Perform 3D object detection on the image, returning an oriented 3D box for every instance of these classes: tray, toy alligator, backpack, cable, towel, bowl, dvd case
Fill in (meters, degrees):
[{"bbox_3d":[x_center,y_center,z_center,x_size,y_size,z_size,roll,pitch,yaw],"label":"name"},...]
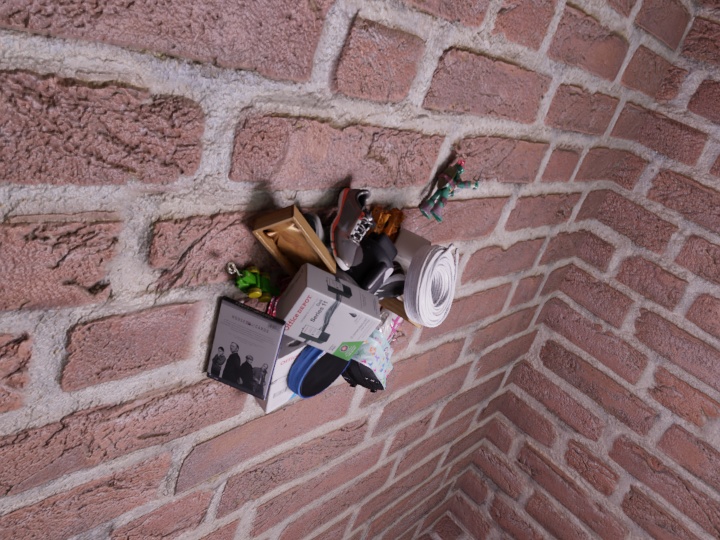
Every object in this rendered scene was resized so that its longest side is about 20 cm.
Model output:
[{"bbox_3d":[-0.136,-0.050,1.237,0.096,0.038,0.201,-16,140,16],"label":"tray"},{"bbox_3d":[-0.240,0.026,1.238,0.053,0.061,0.199,-18,155,20],"label":"toy alligator"},{"bbox_3d":[0.077,0.085,1.576,0.038,0.197,0.098,-58,148,-4],"label":"tray"},{"bbox_3d":[-0.004,0.235,1.634,0.200,0.173,0.155,49,57,-53],"label":"backpack"},{"bbox_3d":[0.175,0.037,1.469,0.198,0.068,0.208,-15,110,-53],"label":"cable"},{"bbox_3d":[-0.172,0.097,1.421,0.142,0.022,0.205,-9,125,-51],"label":"towel"},{"bbox_3d":[-0.091,0.230,1.433,0.199,0.039,0.203,-38,152,-24],"label":"bowl"},{"bbox_3d":[-0.251,0.173,1.274,0.025,0.146,0.205,-61,171,-65],"label":"dvd case"}]

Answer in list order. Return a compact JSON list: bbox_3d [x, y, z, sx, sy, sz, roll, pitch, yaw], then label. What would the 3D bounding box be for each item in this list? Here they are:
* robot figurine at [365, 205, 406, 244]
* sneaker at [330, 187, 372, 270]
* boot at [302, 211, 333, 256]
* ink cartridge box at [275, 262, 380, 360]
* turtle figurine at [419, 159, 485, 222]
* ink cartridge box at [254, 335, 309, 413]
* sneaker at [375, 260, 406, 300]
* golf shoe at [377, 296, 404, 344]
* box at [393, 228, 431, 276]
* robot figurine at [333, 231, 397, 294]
[{"bbox_3d":[0.042,-0.067,1.525,0.143,0.058,0.205,-4,122,-49],"label":"robot figurine"},{"bbox_3d":[-0.014,-0.102,1.312,0.077,0.079,0.207,40,50,-54],"label":"sneaker"},{"bbox_3d":[-0.080,-0.089,1.350,0.131,0.067,0.203,-46,153,-27],"label":"boot"},{"bbox_3d":[-0.073,0.094,1.290,0.196,0.084,0.148,25,122,-23],"label":"ink cartridge box"},{"bbox_3d":[0.253,-0.232,1.632,0.201,0.100,0.150,-50,-171,-6],"label":"turtle figurine"},{"bbox_3d":[-0.185,0.228,1.425,0.143,0.084,0.204,-24,144,-38],"label":"ink cartridge box"},{"bbox_3d":[0.028,0.037,1.492,0.194,0.088,0.081,-16,140,11],"label":"sneaker"},{"bbox_3d":[0.081,0.159,1.773,0.090,0.072,0.205,-19,133,-41],"label":"golf shoe"},{"bbox_3d":[0.134,-0.023,1.600,0.079,0.093,0.201,-60,169,-19],"label":"box"},{"bbox_3d":[0.000,-0.001,1.395,0.201,0.124,0.151,-48,168,-17],"label":"robot figurine"}]
